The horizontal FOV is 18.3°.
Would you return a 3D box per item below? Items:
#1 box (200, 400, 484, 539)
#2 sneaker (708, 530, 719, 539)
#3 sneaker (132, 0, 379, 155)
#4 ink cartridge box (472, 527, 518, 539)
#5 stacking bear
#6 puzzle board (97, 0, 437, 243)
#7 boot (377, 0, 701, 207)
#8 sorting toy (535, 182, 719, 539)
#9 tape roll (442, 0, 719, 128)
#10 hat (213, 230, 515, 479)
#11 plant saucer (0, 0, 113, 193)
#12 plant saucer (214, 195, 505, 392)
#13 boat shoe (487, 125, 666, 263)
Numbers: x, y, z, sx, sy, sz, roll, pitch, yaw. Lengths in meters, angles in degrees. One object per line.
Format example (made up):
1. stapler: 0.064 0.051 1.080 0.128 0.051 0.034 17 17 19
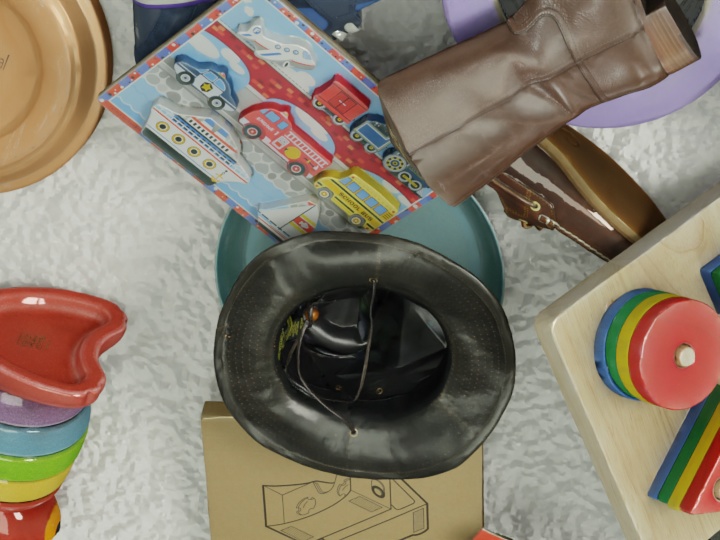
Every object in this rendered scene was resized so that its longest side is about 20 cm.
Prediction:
1. box: -0.011 0.166 1.601 0.200 0.021 0.164 2 123 7
2. sneaker: 0.218 0.166 1.546 0.076 0.091 0.200 -21 110 15
3. sneaker: -0.048 -0.146 1.460 0.200 0.081 0.147 -6 124 4
4. ink cartridge box: 0.152 0.261 1.588 0.200 0.050 0.109 22 137 -10
5. stacking bear: -0.245 0.122 1.583 0.114 0.121 0.200 15 122 -1
6. puzzle board: -0.048 -0.086 1.438 0.151 0.017 0.200 -33 121 33
7. boot: 0.077 -0.150 1.353 0.200 0.064 0.186 -28 107 20
8. sorting toy: 0.238 0.067 1.439 0.199 0.070 0.200 -34 114 -21
9. tape roll: 0.152 -0.196 1.401 0.200 0.085 0.200 3 114 6
10. hat: 0.006 0.046 1.498 0.200 0.081 0.201 3 113 7
11. plant saucer: -0.268 -0.144 1.508 0.200 0.032 0.200 3 114 6
12. plant saucer: 0.000 0.000 1.537 0.200 0.027 0.200 2 113 6
13. boat shoe: 0.118 -0.064 1.473 0.200 0.070 0.070 43 116 -4
